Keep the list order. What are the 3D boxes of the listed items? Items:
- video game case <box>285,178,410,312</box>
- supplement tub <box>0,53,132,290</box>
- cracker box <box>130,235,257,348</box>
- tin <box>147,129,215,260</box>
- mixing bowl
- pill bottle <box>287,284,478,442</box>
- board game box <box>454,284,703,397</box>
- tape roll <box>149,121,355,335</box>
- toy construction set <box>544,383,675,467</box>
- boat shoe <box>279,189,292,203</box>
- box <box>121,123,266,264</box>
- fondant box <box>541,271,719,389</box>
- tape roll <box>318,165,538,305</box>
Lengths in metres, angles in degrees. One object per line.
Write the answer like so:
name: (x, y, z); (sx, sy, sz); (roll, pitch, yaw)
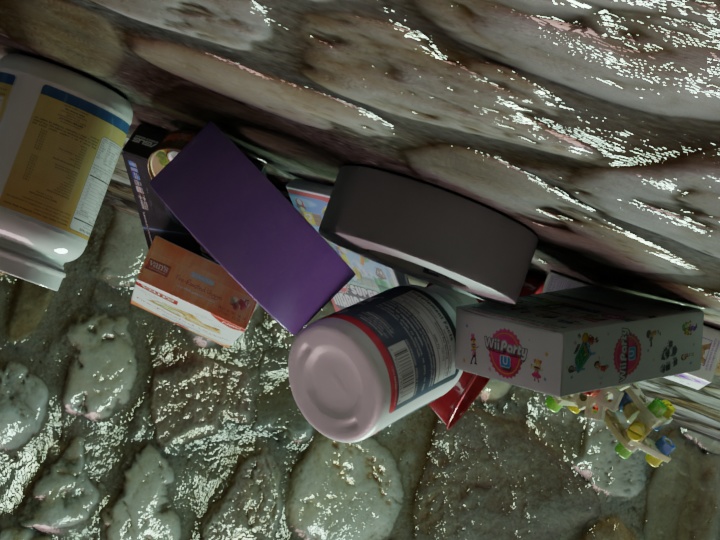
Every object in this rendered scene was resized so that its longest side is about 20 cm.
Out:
video game case: (0.000, 0.000, 1.546); (0.142, 0.017, 0.202); (16, 135, 49)
supplement tub: (-0.320, -0.095, 1.421); (0.143, 0.202, 0.145); (20, 176, 1)
cracker box: (-0.191, 0.029, 1.658); (0.133, 0.058, 0.200); (25, 167, -6)
tin: (-0.146, -0.069, 1.520); (0.111, 0.042, 0.201); (0, 139, 33)
mixing bowl: (0.113, 0.065, 1.623); (0.108, 0.201, 0.200); (34, 178, 10)
pill bottle: (0.034, 0.080, 1.413); (0.119, 0.121, 0.199); (17, -156, 34)
board game box: (0.210, 0.065, 1.391); (0.198, 0.065, 0.147); (-6, -169, -38)
tape roll: (-0.101, -0.040, 1.363); (0.200, 0.085, 0.200); (47, 179, 2)
toy construction set: (0.256, 0.137, 1.525); (0.132, 0.092, 0.200); (53, -169, 33)
boat shoe: (-0.118, -0.068, 1.687); (0.086, 0.075, 0.201); (23, 172, -38)
box: (-0.175, -0.063, 1.631); (0.159, 0.044, 0.201); (20, 148, 16)
fondant box: (0.291, 0.068, 1.581); (0.198, 0.059, 0.144); (18, 175, 10)
tape roll: (0.063, -0.031, 1.346); (0.198, 0.067, 0.200); (20, 176, 1)
